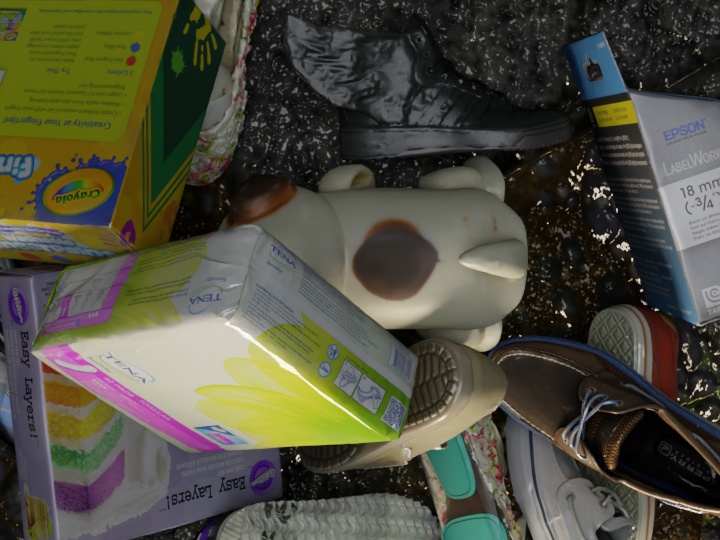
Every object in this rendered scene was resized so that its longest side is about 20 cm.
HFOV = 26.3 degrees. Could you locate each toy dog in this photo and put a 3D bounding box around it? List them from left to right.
[{"bbox_3d":[0.000,0.000,1.025,0.198,0.194,0.141,0,103,-12],"label":"toy dog"}]

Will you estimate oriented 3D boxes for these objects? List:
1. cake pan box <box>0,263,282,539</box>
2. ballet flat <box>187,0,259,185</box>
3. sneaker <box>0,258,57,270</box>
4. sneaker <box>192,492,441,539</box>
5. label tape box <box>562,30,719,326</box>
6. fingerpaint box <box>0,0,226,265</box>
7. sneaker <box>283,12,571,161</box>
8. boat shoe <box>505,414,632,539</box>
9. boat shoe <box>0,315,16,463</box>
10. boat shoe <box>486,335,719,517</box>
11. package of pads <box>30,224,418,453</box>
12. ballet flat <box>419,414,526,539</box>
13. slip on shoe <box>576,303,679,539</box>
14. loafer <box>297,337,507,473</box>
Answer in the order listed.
[{"bbox_3d":[-0.141,0.081,1.040,0.199,0.052,0.186,-7,97,-43],"label":"cake pan box"},{"bbox_3d":[-0.109,-0.159,1.059,0.075,0.064,0.202,7,94,1],"label":"ballet flat"},{"bbox_3d":[-0.200,0.034,1.067,0.074,0.079,0.201,-30,97,-2],"label":"sneaker"},{"bbox_3d":[-0.034,0.198,1.093,0.199,0.099,0.070,11,68,-33],"label":"sneaker"},{"bbox_3d":[0.209,-0.072,1.051,0.063,0.144,0.201,-19,95,-2],"label":"label tape box"},{"bbox_3d":[-0.205,-0.094,0.994,0.199,0.073,0.168,4,69,24],"label":"fingerpaint box"},{"bbox_3d":[0.048,-0.132,1.079,0.198,0.060,0.105,-5,95,-2],"label":"sneaker"},{"bbox_3d":[0.159,0.182,1.074,0.066,0.073,0.201,-23,69,25],"label":"boat shoe"},{"bbox_3d":[-0.271,0.064,1.070,0.070,0.066,0.200,-37,96,0],"label":"boat shoe"},{"bbox_3d":[0.171,0.101,1.029,0.199,0.072,0.073,23,100,13],"label":"boat shoe"},{"bbox_3d":[-0.085,0.046,0.923,0.154,0.199,0.069,40,55,-35],"label":"package of pads"},{"bbox_3d":[0.087,0.162,1.093,0.075,0.064,0.201,-12,90,42],"label":"ballet flat"},{"bbox_3d":[0.197,0.122,1.106,0.061,0.074,0.202,-5,101,-35],"label":"slip on shoe"},{"bbox_3d":[0.025,0.098,1.046,0.068,0.200,0.076,12,70,-33],"label":"loafer"}]
